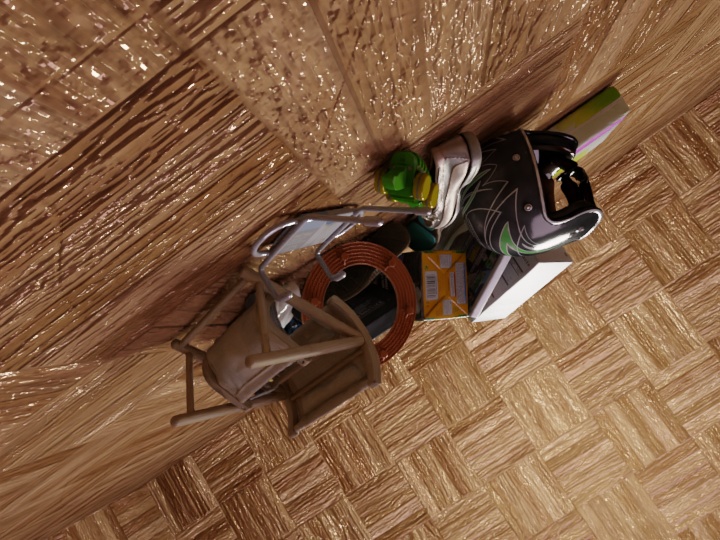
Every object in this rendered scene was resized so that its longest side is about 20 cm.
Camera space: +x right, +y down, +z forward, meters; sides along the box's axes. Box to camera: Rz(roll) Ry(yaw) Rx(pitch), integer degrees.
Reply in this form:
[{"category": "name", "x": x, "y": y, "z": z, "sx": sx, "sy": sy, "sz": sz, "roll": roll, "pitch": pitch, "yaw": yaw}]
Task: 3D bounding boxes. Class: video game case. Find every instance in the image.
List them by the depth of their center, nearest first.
[{"category": "video game case", "x": 0.220, "y": -0.038, "z": 1.009, "sx": 0.023, "sy": 0.182, "sz": 0.201, "roll": 17, "pitch": 109, "yaw": -26}]

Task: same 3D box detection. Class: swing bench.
[{"category": "swing bench", "x": -0.114, "y": 0.120, "z": 0.690, "sx": 0.199, "sy": 0.130, "sz": 0.199, "roll": 19, "pitch": 135, "yaw": -38}]

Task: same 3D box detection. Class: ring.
[{"category": "ring", "x": 0.004, "y": 0.056, "z": 0.815, "sx": 0.200, "sy": 0.201, "sz": 0.019, "roll": -30, "pitch": -169, "yaw": -23}]

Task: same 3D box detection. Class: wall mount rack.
[{"category": "wall mount rack", "x": -0.023, "y": -0.039, "z": 0.610, "sx": 0.174, "sy": 0.075, "sz": 0.200, "roll": -40, "pitch": 169, "yaw": 32}]

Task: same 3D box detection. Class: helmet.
[{"category": "helmet", "x": 0.244, "y": -0.115, "z": 0.798, "sx": 0.189, "sy": 0.201, "sz": 0.200, "roll": -1, "pitch": 159, "yaw": -16}]

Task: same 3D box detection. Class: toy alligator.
[{"category": "toy alligator", "x": 0.067, "y": -0.104, "z": 0.638, "sx": 0.200, "sy": 0.059, "sz": 0.055, "roll": 15, "pitch": 88, "yaw": -67}]

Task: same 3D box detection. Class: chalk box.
[{"category": "chalk box", "x": 0.090, "y": 0.030, "z": 1.001, "sx": 0.123, "sy": 0.126, "sz": 0.199, "roll": -1, "pitch": 178, "yaw": -38}]

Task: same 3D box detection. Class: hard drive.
[{"category": "hard drive", "x": -0.023, "y": 0.066, "z": 0.923, "sx": 0.139, "sy": 0.033, "sz": 0.200, "roll": -30, "pitch": -151, "yaw": -22}]

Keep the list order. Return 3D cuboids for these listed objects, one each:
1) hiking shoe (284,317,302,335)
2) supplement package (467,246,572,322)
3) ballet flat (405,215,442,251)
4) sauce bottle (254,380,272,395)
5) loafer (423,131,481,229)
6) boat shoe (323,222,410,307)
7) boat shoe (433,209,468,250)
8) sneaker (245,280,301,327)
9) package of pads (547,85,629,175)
[{"category": "hiking shoe", "x": -0.133, "y": 0.123, "z": 1.041, "sx": 0.199, "sy": 0.075, "sz": 0.087, "roll": -33, "pitch": 171, "yaw": -6}, {"category": "supplement package", "x": 0.288, "y": -0.002, "z": 1.041, "sx": 0.116, "sy": 0.118, "sz": 0.200, "roll": -1, "pitch": 144, "yaw": -39}, {"category": "ballet flat", "x": 0.126, "y": -0.089, "z": 0.914, "sx": 0.069, "sy": 0.070, "sz": 0.200, "roll": -31, "pitch": 170, "yaw": -14}, {"category": "sauce bottle", "x": -0.176, "y": 0.168, "z": 0.969, "sx": 0.065, "sy": 0.065, "sz": 0.201, "roll": -28, "pitch": 148, "yaw": -31}, {"category": "loafer", "x": 0.104, "y": -0.116, "z": 0.722, "sx": 0.062, "sy": 0.072, "sz": 0.200, "roll": -13, "pitch": 159, "yaw": -12}, {"category": "boat shoe", "x": 0.000, "y": -0.001, "z": 0.888, "sx": 0.200, "sy": 0.072, "sz": 0.066, "roll": -38, "pitch": 166, "yaw": -4}, {"category": "boat shoe", "x": 0.160, "y": -0.086, "z": 1.048, "sx": 0.064, "sy": 0.075, "sz": 0.202, "roll": 14, "pitch": 151, "yaw": -21}, {"category": "sneaker", "x": -0.147, "y": 0.083, "z": 0.819, "sx": 0.080, "sy": 0.071, "sz": 0.200, "roll": -29, "pitch": 169, "yaw": -40}, {"category": "package of pads", "x": 0.407, "y": -0.250, "z": 1.032, "sx": 0.199, "sy": 0.068, "sz": 0.155, "roll": -34, "pitch": 170, "yaw": 2}]
